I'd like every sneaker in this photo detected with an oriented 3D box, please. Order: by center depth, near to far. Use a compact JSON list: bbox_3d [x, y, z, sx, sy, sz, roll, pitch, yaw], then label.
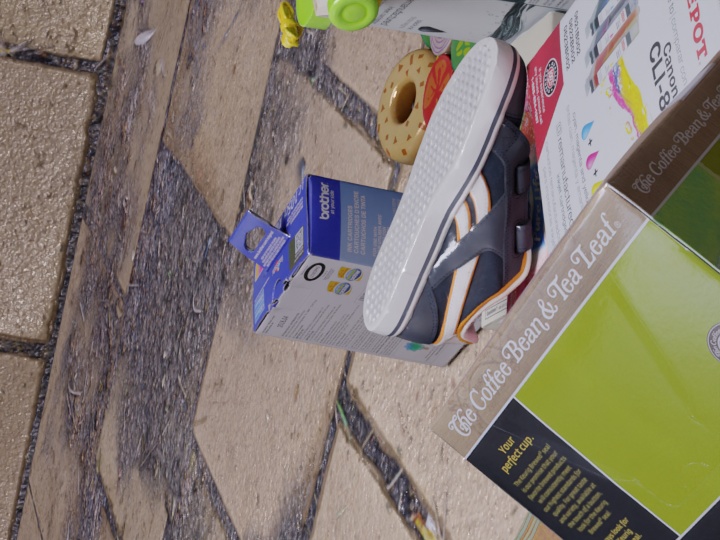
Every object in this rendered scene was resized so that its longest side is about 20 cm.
[{"bbox_3d":[0.071,-0.044,1.129,0.079,0.079,0.201,-103,32,-58],"label":"sneaker"}]

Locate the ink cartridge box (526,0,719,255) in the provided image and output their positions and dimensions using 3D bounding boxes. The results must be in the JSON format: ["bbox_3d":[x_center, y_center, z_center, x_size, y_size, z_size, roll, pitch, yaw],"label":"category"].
[{"bbox_3d":[0.198,-0.099,0.985,0.200,0.144,0.146,126,148,-52],"label":"ink cartridge box"}]

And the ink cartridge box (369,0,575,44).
[{"bbox_3d":[0.098,-0.214,1.250,0.147,0.199,0.084,147,126,-66],"label":"ink cartridge box"}]

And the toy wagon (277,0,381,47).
[{"bbox_3d":[-0.008,-0.225,1.194,0.201,0.039,0.156,115,153,-45],"label":"toy wagon"}]

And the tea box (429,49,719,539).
[{"bbox_3d":[0.172,0.047,0.868,0.134,0.196,0.200,-46,-8,-42],"label":"tea box"}]

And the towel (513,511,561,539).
[{"bbox_3d":[0.117,0.218,1.211,0.147,0.022,0.201,-121,52,-67],"label":"towel"}]

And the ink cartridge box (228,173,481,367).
[{"bbox_3d":[0.000,0.000,1.432,0.137,0.199,0.077,127,146,-54],"label":"ink cartridge box"}]

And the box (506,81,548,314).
[{"bbox_3d":[0.155,-0.031,1.149,0.095,0.102,0.202,148,127,-67],"label":"box"}]

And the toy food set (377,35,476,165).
[{"bbox_3d":[0.074,-0.160,1.524,0.200,0.048,0.199,-115,38,-59],"label":"toy food set"}]

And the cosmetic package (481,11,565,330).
[{"bbox_3d":[0.136,-0.062,1.262,0.105,0.071,0.202,149,127,-67],"label":"cosmetic package"}]
